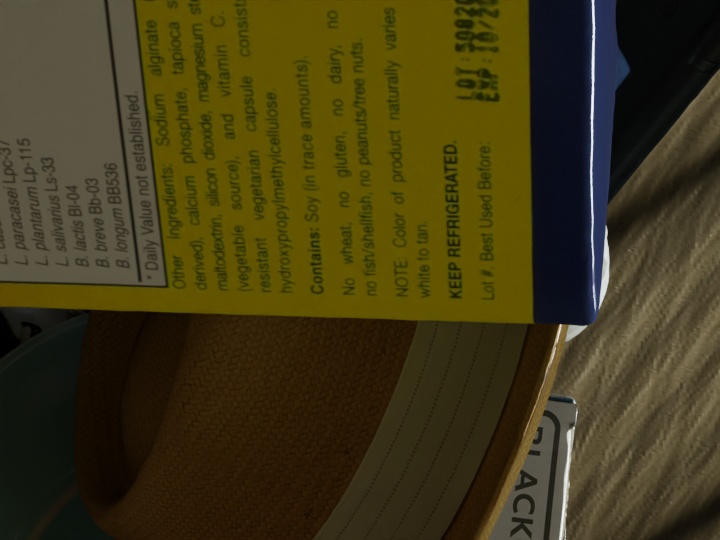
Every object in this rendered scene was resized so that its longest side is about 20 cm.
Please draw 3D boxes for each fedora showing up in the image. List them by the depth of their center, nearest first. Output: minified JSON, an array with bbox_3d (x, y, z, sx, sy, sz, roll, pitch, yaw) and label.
[{"bbox_3d":[-0.019,0.019,0.771,0.201,0.081,0.201,-49,-151,39],"label":"fedora"}]

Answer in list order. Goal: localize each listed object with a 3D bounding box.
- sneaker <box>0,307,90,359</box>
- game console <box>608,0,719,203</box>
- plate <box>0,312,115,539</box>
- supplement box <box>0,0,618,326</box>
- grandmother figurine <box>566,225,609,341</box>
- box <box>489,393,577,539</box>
[{"bbox_3d":[-0.086,0.033,0.886,0.200,0.088,0.075,29,65,-83],"label":"sneaker"},{"bbox_3d":[0.035,-0.090,0.946,0.200,0.031,0.178,-53,-129,42],"label":"game console"},{"bbox_3d":[-0.077,0.111,0.848,0.200,0.025,0.201,-31,128,-49],"label":"plate"},{"bbox_3d":[-0.042,-0.066,0.680,0.110,0.198,0.109,-81,171,-50],"label":"supplement box"},{"bbox_3d":[0.000,0.000,0.911,0.121,0.199,0.061,31,68,-35],"label":"grandmother figurine"},{"bbox_3d":[0.009,0.099,0.913,0.200,0.060,0.118,148,-50,-78],"label":"box"}]
